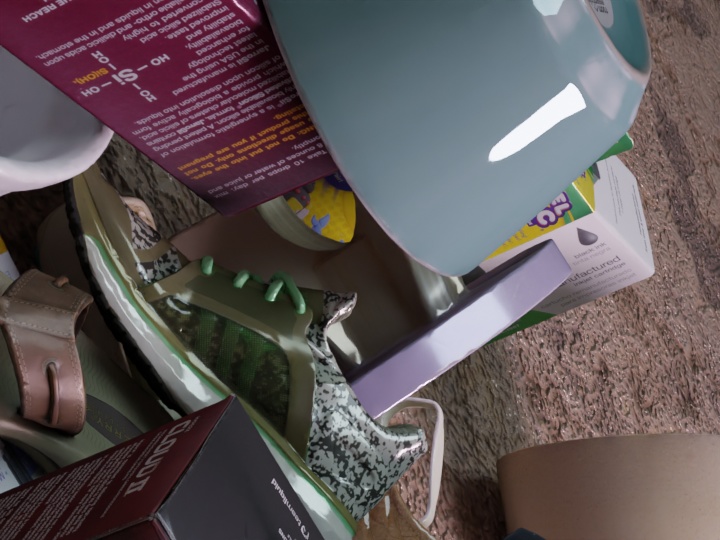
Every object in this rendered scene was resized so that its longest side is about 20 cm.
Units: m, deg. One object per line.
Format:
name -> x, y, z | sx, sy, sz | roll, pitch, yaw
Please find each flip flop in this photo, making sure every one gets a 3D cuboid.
flip flop -> -0.116, 0.034, 0.695 | 0.200, 0.057, 0.081 | 44, 34, -44

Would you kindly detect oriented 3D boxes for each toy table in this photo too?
toy table -> 0.000, 0.000, 0.897 | 0.200, 0.184, 0.117 | -32, 91, -45

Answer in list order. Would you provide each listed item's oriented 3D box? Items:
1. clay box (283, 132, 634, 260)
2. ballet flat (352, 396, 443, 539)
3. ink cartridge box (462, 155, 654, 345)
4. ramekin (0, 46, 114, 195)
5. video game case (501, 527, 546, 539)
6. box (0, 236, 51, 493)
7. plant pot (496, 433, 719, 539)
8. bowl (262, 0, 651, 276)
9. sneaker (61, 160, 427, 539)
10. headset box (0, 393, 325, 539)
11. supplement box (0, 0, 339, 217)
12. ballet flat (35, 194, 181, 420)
clay box -> 0.036, -0.054, 1.011 | 0.115, 0.200, 0.048 | 50, 28, -30
ballet flat -> 0.005, 0.071, 0.983 | 0.068, 0.072, 0.201 | 61, 14, -66
ink cartridge box -> 0.065, -0.047, 1.135 | 0.200, 0.146, 0.084 | 38, 36, -45
ramekin -> -0.190, -0.108, 0.718 | 0.200, 0.098, 0.201 | 47, 30, -38
video game case -> 0.013, 0.213, 0.749 | 0.143, 0.019, 0.201 | -25, 134, -52
box -> -0.140, 0.086, 0.718 | 0.201, 0.041, 0.119 | 66, 24, -6
plant pot -> 0.176, 0.212, 1.120 | 0.187, 0.187, 0.201 | 25, 60, -56
bowl -> 0.047, -0.109, 0.760 | 0.201, 0.105, 0.201 | 50, 27, -38
sneaker -> -0.047, 0.025, 0.773 | 0.200, 0.089, 0.077 | 53, -11, -6
headset box -> -0.077, 0.141, 0.599 | 0.149, 0.200, 0.077 | 59, 25, -14
supplement box -> -0.077, -0.119, 0.732 | 0.200, 0.085, 0.111 | 39, 35, -51
ballet flat -> -0.084, 0.058, 0.825 | 0.069, 0.069, 0.201 | -18, 85, -66
